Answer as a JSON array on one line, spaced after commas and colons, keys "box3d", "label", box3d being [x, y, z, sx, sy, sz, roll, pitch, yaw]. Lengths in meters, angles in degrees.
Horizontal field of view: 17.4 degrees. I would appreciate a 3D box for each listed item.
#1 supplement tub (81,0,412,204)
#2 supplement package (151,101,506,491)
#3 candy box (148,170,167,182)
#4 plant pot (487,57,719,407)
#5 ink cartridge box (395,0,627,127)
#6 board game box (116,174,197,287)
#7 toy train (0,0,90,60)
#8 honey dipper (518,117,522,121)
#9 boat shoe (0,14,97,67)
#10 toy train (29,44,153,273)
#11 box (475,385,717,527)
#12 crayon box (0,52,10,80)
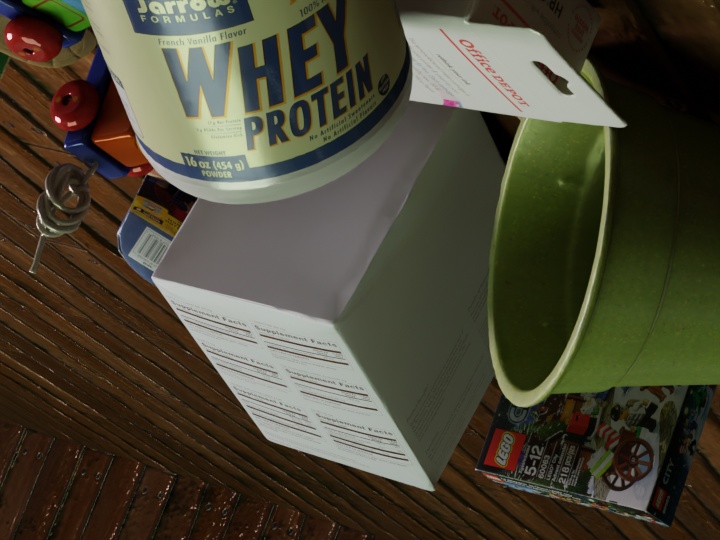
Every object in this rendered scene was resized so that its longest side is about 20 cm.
[{"box3d": [-0.063, -0.148, 1.118, 0.145, 0.145, 0.200, 13, 141, 31], "label": "supplement tub"}, {"box3d": [0.000, 0.000, 1.539, 0.147, 0.191, 0.200, 14, 152, 31], "label": "supplement package"}, {"box3d": [-0.126, -0.108, 1.670, 0.115, 0.055, 0.200, 22, 168, -1], "label": "candy box"}, {"box3d": [0.192, -0.007, 1.340, 0.190, 0.200, 0.200, 10, 170, -14], "label": "plant pot"}, {"box3d": [0.047, -0.139, 1.253, 0.200, 0.068, 0.115, 12, 164, 36], "label": "ink cartridge box"}, {"box3d": [-0.089, -0.009, 1.809, 0.200, 0.062, 0.200, 32, -159, -7], "label": "board game box"}, {"box3d": [-0.219, -0.206, 1.356, 0.200, 0.085, 0.116, 29, 154, -29], "label": "toy train"}, {"box3d": [0.094, -0.100, 1.409, 0.038, 0.038, 0.200, 15, 167, 25], "label": "honey dipper"}, {"box3d": [-0.251, -0.196, 1.479, 0.074, 0.069, 0.200, -28, 141, 31], "label": "boat shoe"}, {"box3d": [-0.129, -0.084, 1.467, 0.116, 0.200, 0.085, 5, 160, 37], "label": "toy train"}, {"box3d": [0.171, 0.059, 1.562, 0.136, 0.200, 0.038, 10, 164, 37], "label": "box"}, {"box3d": [-0.344, -0.160, 1.650, 0.200, 0.127, 0.051, 14, 165, 23], "label": "crayon box"}]
